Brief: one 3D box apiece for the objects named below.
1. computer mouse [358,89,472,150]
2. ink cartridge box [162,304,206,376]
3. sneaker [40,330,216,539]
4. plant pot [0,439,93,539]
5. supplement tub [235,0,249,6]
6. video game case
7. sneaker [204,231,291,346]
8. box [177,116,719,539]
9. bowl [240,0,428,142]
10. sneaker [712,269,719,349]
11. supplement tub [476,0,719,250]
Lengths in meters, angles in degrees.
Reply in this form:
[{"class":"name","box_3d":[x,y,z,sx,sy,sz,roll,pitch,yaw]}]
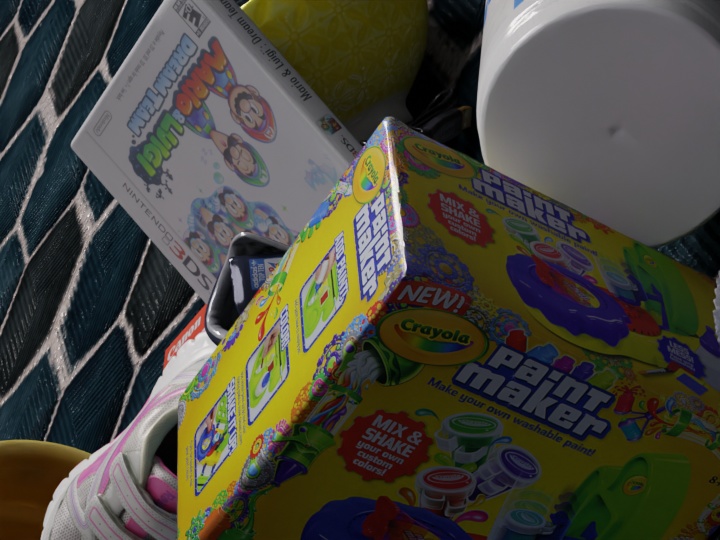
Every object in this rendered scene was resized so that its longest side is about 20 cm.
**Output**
[{"class":"computer mouse","box_3d":[-0.011,-0.040,1.672,0.200,0.044,0.110,-46,-3,42]},{"class":"ink cartridge box","box_3d":[-0.087,0.057,1.780,0.109,0.050,0.200,-47,27,38]},{"class":"sneaker","box_3d":[-0.122,0.128,1.566,0.200,0.081,0.088,-56,11,10]},{"class":"plant pot","box_3d":[-0.220,0.242,1.709,0.201,0.200,0.189,-87,18,-45]},{"class":"supplement tub","box_3d":[-0.060,-0.245,1.847,0.140,0.200,0.140,-50,26,34]},{"class":"video game case","box_3d":[-0.081,-0.063,1.641,0.024,0.182,0.200,-36,-8,-38]},{"class":"sneaker","box_3d":[0.000,0.000,1.509,0.200,0.108,0.070,-35,48,32]},{"class":"box","box_3d":[0.048,0.070,1.227,0.193,0.200,0.122,-54,23,29]},{"class":"bowl","box_3d":[-0.027,-0.117,1.719,0.200,0.108,0.200,-34,-5,-3]},{"class":"sneaker","box_3d":[0.209,-0.029,1.172,0.082,0.070,0.200,-15,45,31]},{"class":"supplement tub","box_3d":[0.123,-0.108,1.308,0.132,0.132,0.200,-55,12,24]}]
